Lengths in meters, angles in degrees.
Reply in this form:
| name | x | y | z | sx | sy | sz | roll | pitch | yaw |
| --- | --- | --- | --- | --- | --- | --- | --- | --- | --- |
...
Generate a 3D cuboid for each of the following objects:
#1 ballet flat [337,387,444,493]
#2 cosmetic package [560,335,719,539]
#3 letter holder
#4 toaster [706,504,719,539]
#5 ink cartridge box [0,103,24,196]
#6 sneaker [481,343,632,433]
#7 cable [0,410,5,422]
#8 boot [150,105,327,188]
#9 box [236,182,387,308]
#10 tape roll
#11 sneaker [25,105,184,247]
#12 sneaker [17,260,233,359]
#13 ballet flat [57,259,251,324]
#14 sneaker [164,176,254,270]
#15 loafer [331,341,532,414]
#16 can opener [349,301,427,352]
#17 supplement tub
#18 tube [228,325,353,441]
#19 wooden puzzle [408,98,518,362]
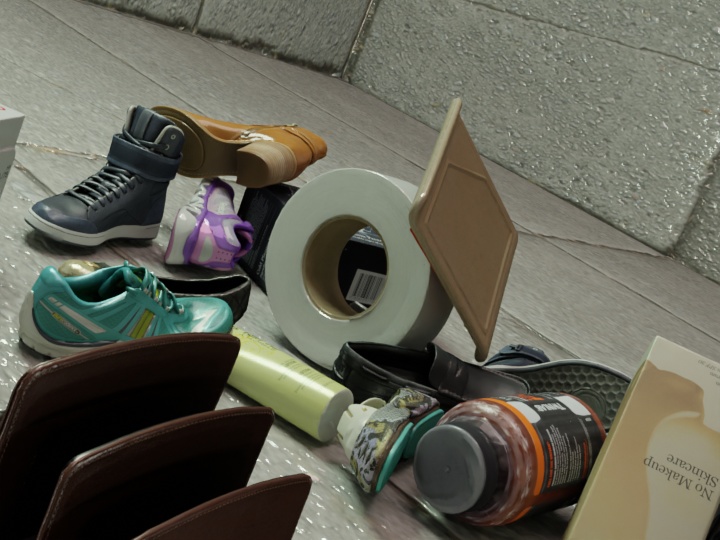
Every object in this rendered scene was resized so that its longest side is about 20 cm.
| name | x | y | z | sx | sy | sz | roll | pitch | yaw |
| --- | --- | --- | --- | --- | --- | --- | --- | --- | --- |
| ballet flat | 0.017 | 0.140 | 0.953 | 0.072 | 0.073 | 0.200 | 27 | 10 | 14 |
| cosmetic package | 0.251 | 0.170 | 0.941 | 0.104 | 0.201 | 0.071 | 24 | -23 | 12 |
| letter holder | -0.114 | 0.122 | 0.657 | 0.100 | 0.143 | 0.199 | 29 | 15 | 24 |
| toaster | 0.306 | 0.201 | 1.072 | 0.129 | 0.114 | 0.199 | 35 | 18 | 28 |
| ink cartridge box | -0.425 | -0.102 | 0.964 | 0.198 | 0.147 | 0.147 | 24 | 14 | 2 |
| sneaker | 0.214 | 0.124 | 1.203 | 0.200 | 0.078 | 0.146 | 3 | 4 | 23 |
| cable | -0.221 | 0.116 | 0.765 | 0.096 | 0.051 | 0.200 | 8 | 0 | 7 |
| boot | -0.150 | -0.156 | 1.369 | 0.199 | 0.074 | 0.155 | 26 | 27 | 18 |
| box | -0.033 | -0.018 | 1.362 | 0.199 | 0.105 | 0.182 | 13 | 16 | -36 |
| tape roll | 0.000 | 0.000 | 1.149 | 0.202 | 0.204 | 0.071 | 31 | 12 | 29 |
| sneaker | -0.267 | -0.105 | 1.199 | 0.076 | 0.147 | 0.202 | 29 | 17 | 18 |
| sneaker | -0.189 | 0.035 | 0.952 | 0.199 | 0.080 | 0.077 | 3 | 25 | -41 |
| ballet flat | -0.198 | 0.013 | 1.088 | 0.199 | 0.057 | 0.066 | 13 | 17 | -36 |
| sneaker | -0.165 | -0.049 | 1.308 | 0.088 | 0.081 | 0.200 | 17 | 20 | -3 |
| loafer | 0.072 | 0.106 | 1.068 | 0.198 | 0.071 | 0.068 | 7 | 33 | -8 |
| can opener | 0.057 | 0.098 | 1.189 | 0.199 | 0.054 | 0.067 | 33 | 18 | 29 |
| supplement tub | 0.129 | 0.162 | 0.967 | 0.107 | 0.108 | 0.199 | 33 | 17 | 33 |
| tube | -0.097 | 0.086 | 1.008 | 0.199 | 0.052 | 0.058 | 27 | -14 | 30 |
| wooden puzzle | 0.101 | -0.040 | 1.108 | 0.037 | 0.201 | 0.186 | -8 | 37 | 27 |
